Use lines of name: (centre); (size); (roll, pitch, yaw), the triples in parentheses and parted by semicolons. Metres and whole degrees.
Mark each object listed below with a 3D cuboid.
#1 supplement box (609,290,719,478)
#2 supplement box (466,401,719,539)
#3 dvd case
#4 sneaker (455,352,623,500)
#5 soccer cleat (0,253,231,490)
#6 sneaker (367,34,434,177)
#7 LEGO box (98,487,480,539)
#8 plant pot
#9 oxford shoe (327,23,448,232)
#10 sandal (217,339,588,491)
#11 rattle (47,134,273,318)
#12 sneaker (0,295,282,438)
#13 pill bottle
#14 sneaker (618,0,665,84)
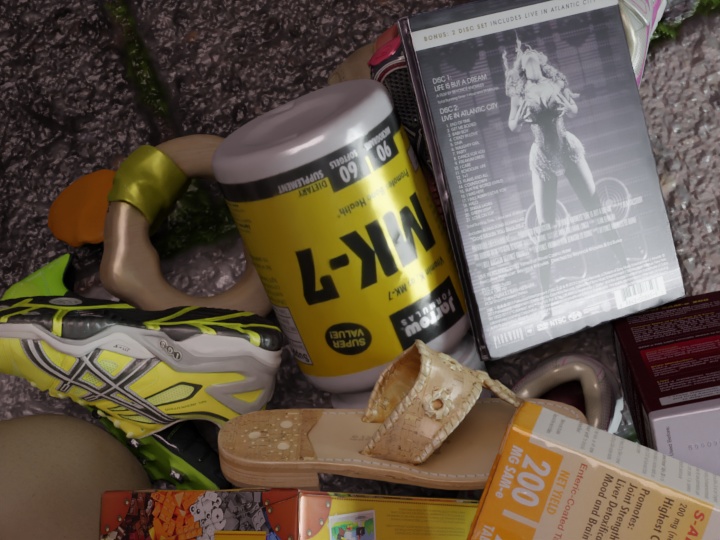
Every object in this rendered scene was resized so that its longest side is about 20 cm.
supplement box: (0.206, 0.067, 1.080); (0.108, 0.200, 0.062); (-10, 106, 4)
supplement box: (0.149, 0.163, 0.957); (0.198, 0.074, 0.127); (20, 99, 8)
dvd case: (0.108, -0.063, 1.118); (0.148, 0.016, 0.202); (-16, 95, -28)
sneaker: (0.093, 0.131, 1.132); (0.081, 0.088, 0.202); (20, 76, 13)
soccer cleat: (-0.145, 0.065, 1.201); (0.200, 0.068, 0.081); (40, 69, 17)
sneaker: (0.080, -0.062, 1.146); (0.200, 0.080, 0.075); (45, 39, -18)
LEGO box: (-0.024, 0.163, 1.050); (0.148, 0.199, 0.078); (-6, 79, 39)
plant pot: (-0.192, 0.164, 1.124); (0.199, 0.201, 0.135); (20, 48, 13)
oxford shoe: (0.035, -0.052, 1.222); (0.074, 0.070, 0.202); (-25, 72, 30)
sandal: (0.024, 0.074, 1.055); (0.209, 0.070, 0.078); (-5, 31, -2)
rattle: (-0.086, -0.005, 1.230); (0.198, 0.143, 0.132); (10, 64, -29)
sneaker: (-0.147, 0.060, 1.119); (0.198, 0.075, 0.077); (6, 102, 3)
pill bottle: (0.000, 0.000, 1.129); (0.113, 0.114, 0.201); (-24, 107, 0)
sneaker: (0.153, -0.165, 1.209); (0.080, 0.088, 0.202); (5, 73, 9)
